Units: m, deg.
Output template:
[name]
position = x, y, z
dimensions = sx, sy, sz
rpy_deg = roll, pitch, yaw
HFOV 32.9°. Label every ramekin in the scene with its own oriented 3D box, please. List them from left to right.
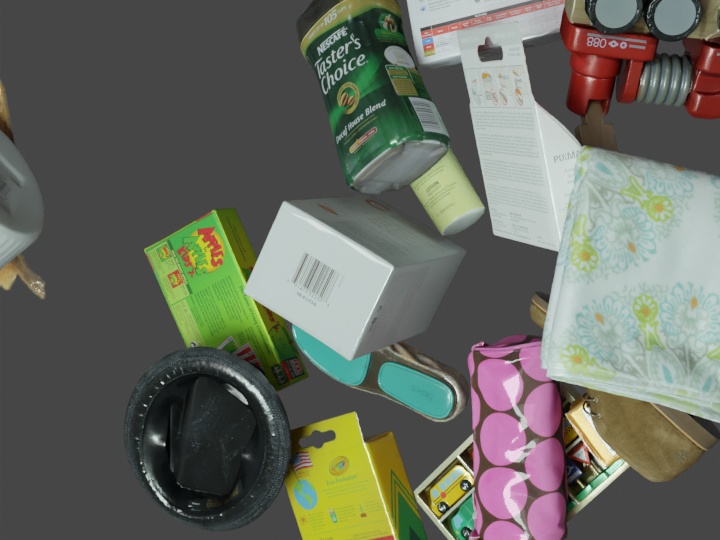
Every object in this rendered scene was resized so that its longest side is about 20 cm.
[ramekin]
position = -0.443, -0.087, 1.354
dimensions = 0.097, 0.200, 0.201
rpy_deg = -31, 82, 16

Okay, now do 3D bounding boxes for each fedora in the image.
[fedora]
position = -0.144, 0.162, 1.250
dimensions = 0.199, 0.092, 0.202
rpy_deg = 5, 107, 17

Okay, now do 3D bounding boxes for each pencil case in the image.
[pencil case]
position = 0.145, 0.161, 1.148
dimensions = 0.093, 0.091, 0.202
rpy_deg = 0, 92, 30

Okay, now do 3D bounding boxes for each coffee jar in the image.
[coffee jar]
position = 0.008, -0.182, 1.169
dimensions = 0.104, 0.085, 0.201
rpy_deg = -38, 62, 40

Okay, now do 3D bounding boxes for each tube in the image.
[tube]
position = 0.052, -0.129, 1.211
dimensions = 0.058, 0.052, 0.201
rpy_deg = -25, 74, -15

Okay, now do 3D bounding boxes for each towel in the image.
[towel]
position = 0.245, 0.011, 1.002
dimensions = 0.170, 0.048, 0.201
rpy_deg = 13, 82, -7

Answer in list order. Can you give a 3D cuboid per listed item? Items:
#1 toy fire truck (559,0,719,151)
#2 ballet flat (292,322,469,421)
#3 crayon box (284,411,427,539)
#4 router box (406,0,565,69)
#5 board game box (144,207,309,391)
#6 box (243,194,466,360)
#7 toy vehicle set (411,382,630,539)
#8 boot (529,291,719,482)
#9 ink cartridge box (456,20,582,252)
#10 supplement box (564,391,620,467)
[toy fire truck]
position = 0.257, -0.157, 1.065
dimensions = 0.175, 0.129, 0.201
rpy_deg = 6, 120, -2
[ballet flat]
position = 0.023, 0.093, 1.233
dimensions = 0.199, 0.067, 0.068
rpy_deg = 30, 112, 19
[crayon box]
position = -0.005, 0.247, 1.256
dimensions = 0.126, 0.051, 0.201
rpy_deg = -19, 87, 38
[router box]
position = 0.138, -0.301, 1.155
dimensions = 0.199, 0.049, 0.181
rpy_deg = -9, 91, 24
[board game box]
position = -0.145, 0.045, 1.313
dimensions = 0.101, 0.048, 0.201
rpy_deg = -26, 85, 23
[box]
position = 0.000, 0.000, 1.161
dimensions = 0.124, 0.200, 0.098
rpy_deg = 31, 106, 19
[toy vehicle set]
position = 0.158, 0.204, 1.206
dimensions = 0.124, 0.026, 0.200
rpy_deg = 47, 111, 13
[boot]
position = 0.212, 0.102, 1.058
dimensions = 0.200, 0.074, 0.076
rpy_deg = 44, 108, 7
[ink cartridge box]
position = 0.149, -0.123, 1.096
dimensions = 0.050, 0.161, 0.201
rpy_deg = -13, 101, -13
[supplement box]
position = 0.285, 0.096, 1.105
dimensions = 0.199, 0.067, 0.069
rpy_deg = -35, 83, 14
